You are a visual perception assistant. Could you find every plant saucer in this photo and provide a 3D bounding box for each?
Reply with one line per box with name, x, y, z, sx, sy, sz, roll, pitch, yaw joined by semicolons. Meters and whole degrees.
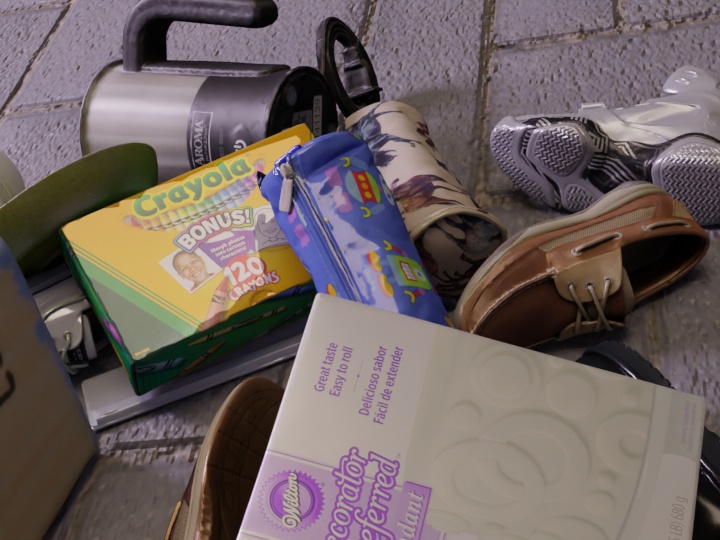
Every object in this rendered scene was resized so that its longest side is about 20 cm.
plant saucer;-0.226;-0.020;0.970;0.200;0.200;0.031;-34;82;-25

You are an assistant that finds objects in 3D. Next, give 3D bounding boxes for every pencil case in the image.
pencil case;0.000;0.000;0.847;0.078;0.087;0.201;-38;62;25
pencil case;0.042;-0.057;0.980;0.078;0.089;0.200;-42;35;10

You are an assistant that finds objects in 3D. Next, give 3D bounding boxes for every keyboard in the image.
keyboard;-0.101;0.062;0.932;0.199;0.011;0.056;-20;31;-8

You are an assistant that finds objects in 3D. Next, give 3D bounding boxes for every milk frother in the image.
milk frother;-0.101;-0.140;1.117;0.187;0.182;0.200;8;-2;27

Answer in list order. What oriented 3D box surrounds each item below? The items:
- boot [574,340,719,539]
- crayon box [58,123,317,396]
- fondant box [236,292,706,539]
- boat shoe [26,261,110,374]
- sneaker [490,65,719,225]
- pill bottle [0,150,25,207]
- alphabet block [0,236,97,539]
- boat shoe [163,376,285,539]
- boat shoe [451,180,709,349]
boot;0.118;0.132;0.712;0.162;0.074;0.198;-28;36;-7
crayon box;-0.097;-0.011;0.925;0.199;0.058;0.119;-26;67;-19
fondant box;0.053;0.107;0.614;0.199;0.058;0.145;15;55;4
boat shoe;-0.217;0.040;0.943;0.067;0.074;0.200;38;64;25
sneaker;0.205;-0.099;0.983;0.199;0.075;0.115;12;43;25
pill bottle;-0.350;-0.017;1.034;0.112;0.113;0.200;0;39;20
alphabet block;-0.308;0.108;0.789;0.195;0.196;0.200;-1;37;22
boat shoe;-0.085;0.153;0.745;0.072;0.072;0.201;-28;39;40
boat shoe;0.149;0.005;0.863;0.200;0.076;0.072;-32;41;-19
